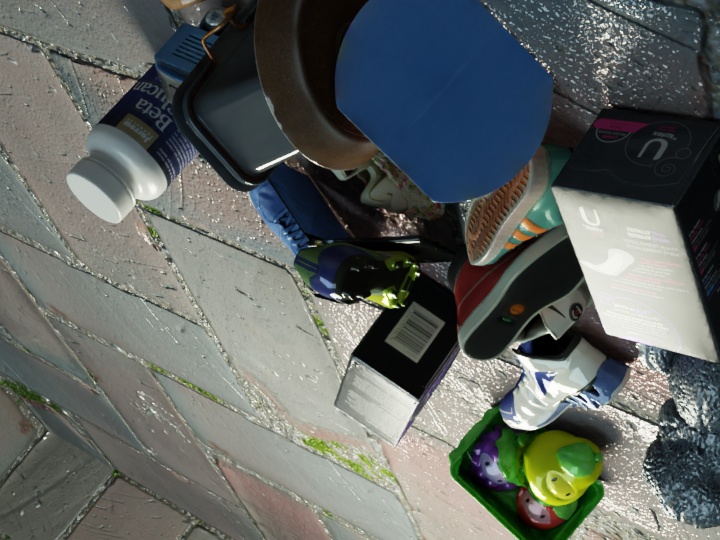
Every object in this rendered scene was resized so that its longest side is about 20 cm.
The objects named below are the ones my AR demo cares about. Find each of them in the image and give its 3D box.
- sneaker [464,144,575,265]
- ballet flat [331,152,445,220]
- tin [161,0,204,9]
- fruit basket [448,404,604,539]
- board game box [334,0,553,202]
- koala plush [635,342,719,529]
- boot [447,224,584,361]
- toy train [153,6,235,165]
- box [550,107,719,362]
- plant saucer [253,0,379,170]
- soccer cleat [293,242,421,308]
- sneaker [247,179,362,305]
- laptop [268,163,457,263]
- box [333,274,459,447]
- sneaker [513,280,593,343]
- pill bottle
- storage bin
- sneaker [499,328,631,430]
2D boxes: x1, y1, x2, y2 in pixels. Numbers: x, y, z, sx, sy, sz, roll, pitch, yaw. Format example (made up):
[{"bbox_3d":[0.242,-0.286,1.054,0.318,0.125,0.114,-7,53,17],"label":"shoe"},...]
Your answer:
[{"bbox_3d":[0.163,-0.058,1.210,0.080,0.072,0.200,1,157,-16],"label":"sneaker"},{"bbox_3d":[0.006,-0.112,1.366,0.200,0.064,0.076,43,155,-13],"label":"ballet flat"},{"bbox_3d":[-0.130,-0.299,1.162,0.200,0.112,0.042,2,138,54],"label":"tin"},{"bbox_3d":[0.235,0.276,1.661,0.216,0.156,0.216,41,173,6],"label":"fruit basket"},{"bbox_3d":[0.069,-0.158,1.100,0.200,0.158,0.039,43,172,-11],"label":"board game box"},{"bbox_3d":[0.352,0.131,1.212,0.177,0.184,0.200,20,139,33],"label":"koala plush"},{"bbox_3d":[0.164,-0.018,1.309,0.072,0.145,0.200,26,125,-27],"label":"boot"},{"bbox_3d":[-0.154,-0.197,1.373,0.087,0.114,0.200,28,154,22],"label":"toy train"},{"bbox_3d":[0.266,-0.031,1.096,0.122,0.106,0.200,14,146,39],"label":"box"},{"bbox_3d":[-0.014,-0.190,1.100,0.034,0.201,0.200,-4,135,38],"label":"plant saucer"},{"bbox_3d":[0.000,-0.001,1.320,0.084,0.065,0.200,23,-173,25],"label":"soccer cleat"},{"bbox_3d":[-0.059,-0.037,1.517,0.200,0.077,0.111,48,-166,-29],"label":"sneaker"},{"bbox_3d":[-0.001,-0.072,1.403,0.199,0.116,0.187,-2,174,18],"label":"laptop"},{"bbox_3d":[0.056,0.117,1.603,0.104,0.148,0.200,33,157,8],"label":"box"},{"bbox_3d":[0.163,0.037,1.387,0.074,0.089,0.200,49,155,-26],"label":"sneaker"},{"bbox_3d":[-0.254,-0.155,1.480,0.111,0.200,0.111,30,155,16],"label":"pill bottle"},{"bbox_3d":[-0.066,-0.194,1.182,0.134,0.200,0.146,-13,126,47],"label":"storage bin"},{"bbox_3d":[0.218,0.112,1.466,0.115,0.081,0.199,45,148,-7],"label":"sneaker"}]
